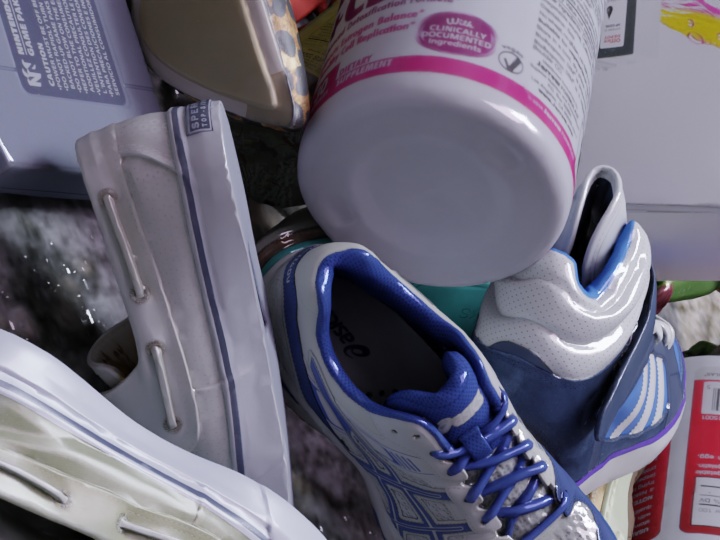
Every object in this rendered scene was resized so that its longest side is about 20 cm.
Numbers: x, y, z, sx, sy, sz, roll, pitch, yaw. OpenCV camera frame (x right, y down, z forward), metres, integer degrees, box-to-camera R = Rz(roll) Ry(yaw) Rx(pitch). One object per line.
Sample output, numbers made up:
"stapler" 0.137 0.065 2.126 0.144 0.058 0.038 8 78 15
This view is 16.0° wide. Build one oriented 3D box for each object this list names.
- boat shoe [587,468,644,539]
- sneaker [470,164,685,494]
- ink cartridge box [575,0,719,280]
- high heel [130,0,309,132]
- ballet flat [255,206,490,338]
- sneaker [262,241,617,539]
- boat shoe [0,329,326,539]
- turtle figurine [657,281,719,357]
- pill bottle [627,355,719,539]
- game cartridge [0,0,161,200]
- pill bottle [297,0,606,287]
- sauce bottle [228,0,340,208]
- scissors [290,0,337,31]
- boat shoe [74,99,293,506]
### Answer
"boat shoe" 0.096 0.077 1.231 0.076 0.072 0.200 39 36 -21
"sneaker" 0.109 0.016 1.135 0.080 0.147 0.200 25 29 19
"ink cartridge box" 0.129 -0.106 1.241 0.147 0.144 0.201 39 55 -68
"high heel" -0.041 -0.118 1.096 0.142 0.071 0.200 14 32 -50
"ballet flat" 0.000 0.000 1.139 0.200 0.067 0.064 11 29 -50
"sneaker" 0.034 0.072 1.012 0.200 0.088 0.075 44 73 -2
"boat shoe" -0.086 0.094 0.909 0.200 0.072 0.062 35 52 -28
"turtle figurine" 0.171 -0.011 1.399 0.193 0.144 0.200 9 20 -32
"pill bottle" 0.167 0.143 1.245 0.112 0.112 0.200 51 31 -25
"game cartridge" -0.147 -0.122 1.000 0.133 0.041 0.201 8 61 -62
"pill bottle" 0.045 -0.101 1.090 0.113 0.113 0.200 47 38 -31
"sauce bottle" 0.000 -0.093 1.184 0.065 0.065 0.200 60 33 -9
"scissors" -0.036 -0.103 1.198 0.073 0.014 0.200 59 27 -16
"boat shoe" -0.068 0.035 0.974 0.071 0.070 0.201 -96 176 -65
